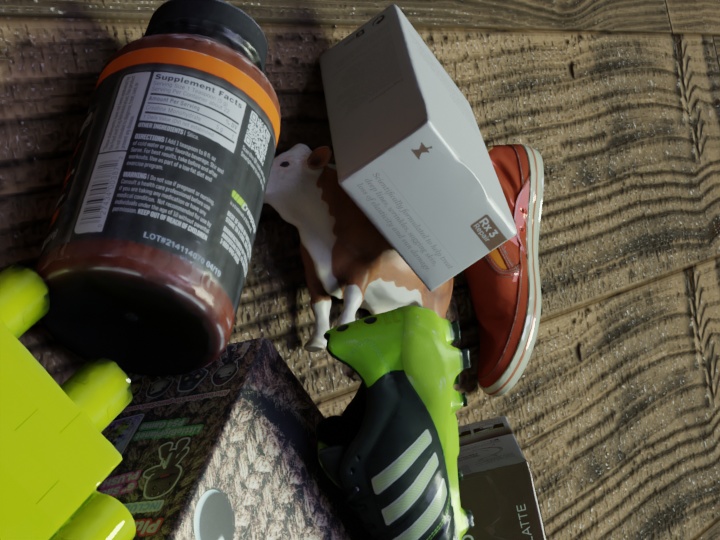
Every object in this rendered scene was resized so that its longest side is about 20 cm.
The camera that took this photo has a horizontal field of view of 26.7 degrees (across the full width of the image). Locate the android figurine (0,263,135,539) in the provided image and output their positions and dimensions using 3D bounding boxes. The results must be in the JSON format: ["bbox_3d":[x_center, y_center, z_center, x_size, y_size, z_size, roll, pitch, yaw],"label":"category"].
[{"bbox_3d":[-0.184,0.078,0.670,0.182,0.041,0.200,50,37,-5],"label":"android figurine"}]

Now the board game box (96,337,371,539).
[{"bbox_3d":[-0.079,0.165,0.785,0.160,0.096,0.201,56,38,-30],"label":"board game box"}]

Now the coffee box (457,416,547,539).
[{"bbox_3d":[0.074,0.167,0.960,0.200,0.079,0.115,-23,99,-88],"label":"coffee box"}]

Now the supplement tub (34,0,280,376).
[{"bbox_3d":[-0.102,-0.051,0.815,0.107,0.106,0.201,46,43,-40],"label":"supplement tub"}]

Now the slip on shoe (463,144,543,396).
[{"bbox_3d":[0.101,-0.003,1.165,0.061,0.074,0.202,9,75,-19],"label":"slip on shoe"}]

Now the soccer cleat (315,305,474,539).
[{"bbox_3d":[0.018,0.113,0.809,0.068,0.080,0.201,-107,-168,-68],"label":"soccer cleat"}]

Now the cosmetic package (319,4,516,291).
[{"bbox_3d":[0.032,-0.085,0.988,0.102,0.074,0.200,49,16,-25],"label":"cosmetic package"}]

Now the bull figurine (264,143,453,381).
[{"bbox_3d":[0.000,0.000,0.997,0.200,0.065,0.122,29,60,-47],"label":"bull figurine"}]
